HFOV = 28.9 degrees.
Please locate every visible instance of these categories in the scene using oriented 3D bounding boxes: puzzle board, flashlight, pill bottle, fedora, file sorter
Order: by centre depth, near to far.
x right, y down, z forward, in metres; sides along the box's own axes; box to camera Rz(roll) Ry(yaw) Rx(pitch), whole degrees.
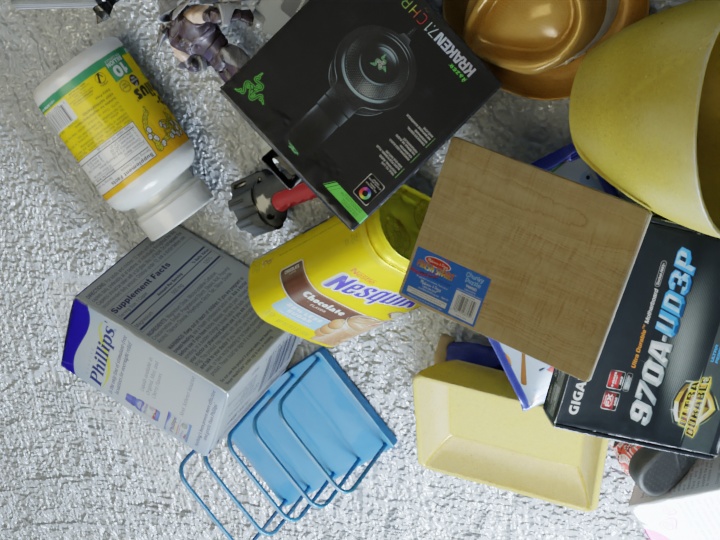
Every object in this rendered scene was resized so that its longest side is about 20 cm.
[{"bbox_3d":[0.138,-0.013,1.207,0.199,0.017,0.152,24,100,31],"label":"puzzle board"},{"bbox_3d":[0.152,-0.230,1.232,0.199,0.082,0.203,14,122,23],"label":"fedora"},{"bbox_3d":[-0.047,-0.082,1.440,0.199,0.068,0.068,-20,138,37],"label":"flashlight"},{"bbox_3d":[-0.247,-0.136,1.487,0.112,0.113,0.201,-29,100,37],"label":"pill bottle"},{"bbox_3d":[-0.088,0.210,1.589,0.199,0.123,0.139,-34,98,37],"label":"file sorter"}]

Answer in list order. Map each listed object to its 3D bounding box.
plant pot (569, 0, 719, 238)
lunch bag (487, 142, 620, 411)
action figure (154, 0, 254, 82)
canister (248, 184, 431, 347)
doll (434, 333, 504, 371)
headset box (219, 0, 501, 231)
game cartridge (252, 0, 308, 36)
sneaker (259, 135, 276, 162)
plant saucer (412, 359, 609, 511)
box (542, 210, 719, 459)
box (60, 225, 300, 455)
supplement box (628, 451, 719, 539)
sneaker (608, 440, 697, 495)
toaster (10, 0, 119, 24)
[{"bbox_3d":[0.259,-0.135,1.170,0.141,0.200,0.202,11,122,37],"label":"plant pot"},{"bbox_3d":[0.180,-0.004,1.295,0.169,0.124,0.201,-27,111,11],"label":"lunch bag"},{"bbox_3d":[-0.133,-0.211,1.396,0.200,0.069,0.130,47,159,-3],"label":"action figure"},{"bbox_3d":[0.000,0.000,1.417,0.148,0.087,0.199,24,143,-38],"label":"canister"},{"bbox_3d":[0.175,0.104,1.426,0.198,0.049,0.137,5,133,25],"label":"doll"},{"bbox_3d":[-0.006,-0.156,1.250,0.200,0.093,0.174,-43,92,1],"label":"headset box"},{"bbox_3d":[-0.010,-0.278,1.326,0.133,0.042,0.200,37,128,0],"label":"game cartridge"},{"bbox_3d":[-0.004,-0.135,1.339,0.197,0.076,0.093,2,100,-1],"label":"sneaker"},{"bbox_3d":[0.156,0.161,1.429,0.198,0.049,0.201,13,147,13],"label":"plant saucer"},{"bbox_3d":[0.263,0.053,1.227,0.157,0.046,0.202,13,103,-10],"label":"box"},{"bbox_3d":[-0.191,0.070,1.528,0.199,0.184,0.106,31,129,11],"label":"box"},{"bbox_3d":[0.373,0.210,1.339,0.199,0.104,0.102,-19,117,34],"label":"supplement box"},{"bbox_3d":[0.319,0.114,1.342,0.201,0.108,0.067,-44,123,7],"label":"sneaker"},{"bbox_3d":[-0.263,-0.348,1.323,0.117,0.200,0.183,0,117,24],"label":"toaster"}]
